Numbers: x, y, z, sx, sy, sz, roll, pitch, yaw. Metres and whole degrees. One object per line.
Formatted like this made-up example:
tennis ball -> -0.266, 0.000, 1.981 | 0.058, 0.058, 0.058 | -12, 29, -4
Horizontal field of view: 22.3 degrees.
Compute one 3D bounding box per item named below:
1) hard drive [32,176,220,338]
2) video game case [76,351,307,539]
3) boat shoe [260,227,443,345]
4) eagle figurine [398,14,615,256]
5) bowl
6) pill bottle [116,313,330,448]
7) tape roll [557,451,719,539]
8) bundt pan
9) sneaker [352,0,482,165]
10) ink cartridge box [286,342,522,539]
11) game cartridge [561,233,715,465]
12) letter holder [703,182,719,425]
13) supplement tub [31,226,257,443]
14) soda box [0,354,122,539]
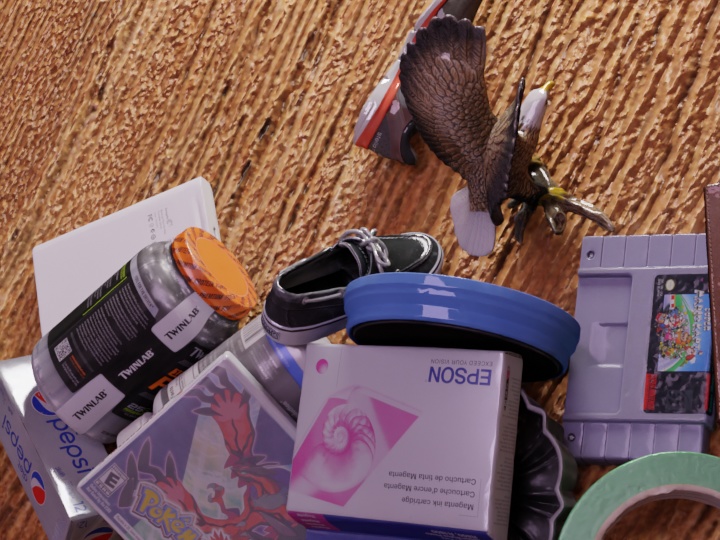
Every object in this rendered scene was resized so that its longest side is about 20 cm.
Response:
hard drive -> -0.229, 0.002, 1.805 | 0.199, 0.026, 0.132 | -22, 61, 18
video game case -> -0.115, 0.201, 1.587 | 0.182, 0.023, 0.200 | -41, 98, 9
boat shoe -> -0.002, -0.002, 1.602 | 0.199, 0.068, 0.074 | -19, 50, -32
eagle figurine -> 0.116, -0.111, 1.567 | 0.151, 0.200, 0.152 | -6, 66, 32
bowl -> 0.082, 0.051, 1.520 | 0.200, 0.201, 0.040 | 2, 72, 28
pill bottle -> -0.114, 0.128, 1.641 | 0.200, 0.114, 0.114 | -37, 58, 9
tape roll -> 0.247, 0.242, 1.408 | 0.199, 0.048, 0.201 | -1, 77, 6
bundt pan -> 0.096, 0.183, 1.519 | 0.201, 0.076, 0.203 | -7, 77, 32
sneaker -> 0.074, -0.184, 1.715 | 0.082, 0.077, 0.200 | 32, 86, 6
ink cartridge box -> 0.032, 0.162, 1.497 | 0.196, 0.043, 0.201 | 0, 78, 33
game cartridge -> 0.239, 0.065, 1.535 | 0.129, 0.038, 0.201 | -3, 68, 31
letter holder -> 0.357, 0.032, 1.449 | 0.141, 0.101, 0.201 | -8, 66, 22
supplement tub -> -0.199, 0.058, 1.696 | 0.200, 0.122, 0.123 | -40, 57, 17
soda box -> -0.287, 0.172, 1.727 | 0.200, 0.068, 0.064 | 56, 140, 32
